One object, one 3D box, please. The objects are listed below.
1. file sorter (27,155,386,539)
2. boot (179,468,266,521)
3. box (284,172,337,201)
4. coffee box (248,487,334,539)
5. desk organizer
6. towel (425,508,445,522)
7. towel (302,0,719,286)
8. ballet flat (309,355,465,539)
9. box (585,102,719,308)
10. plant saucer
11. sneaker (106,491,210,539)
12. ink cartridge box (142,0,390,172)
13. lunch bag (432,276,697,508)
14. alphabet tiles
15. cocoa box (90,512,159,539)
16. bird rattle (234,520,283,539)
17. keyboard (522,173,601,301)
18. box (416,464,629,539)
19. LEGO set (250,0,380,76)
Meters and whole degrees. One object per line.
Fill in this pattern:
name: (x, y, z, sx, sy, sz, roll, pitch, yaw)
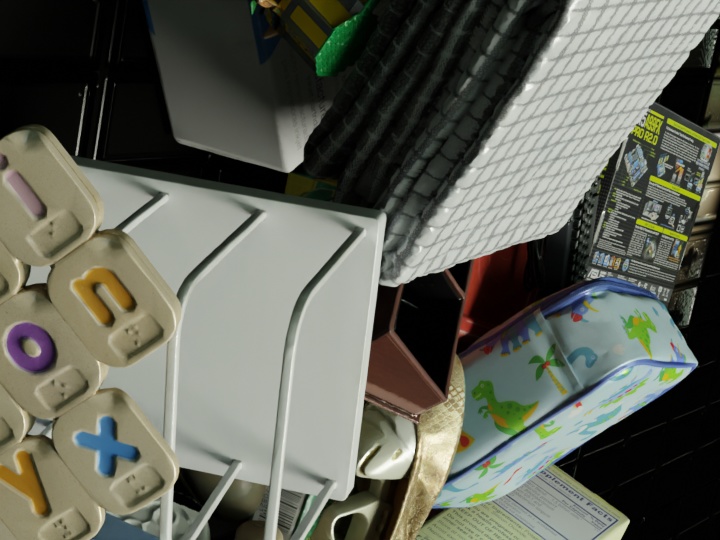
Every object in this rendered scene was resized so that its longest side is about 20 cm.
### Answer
file sorter: (-0.106, 0.039, 0.720, 0.125, 0.200, 0.139, -54, 152, -67)
boot: (-0.070, 0.071, 0.907, 0.075, 0.097, 0.200, -14, 118, -19)
box: (0.000, 0.000, 1.045, 0.200, 0.048, 0.117, -2, 108, -60)
coffee box: (-0.042, 0.213, 1.094, 0.123, 0.044, 0.200, 21, 88, -59)
desk organizer: (0.042, -0.026, 0.925, 0.072, 0.077, 0.200, 26, 59, -21)
towel: (0.081, 0.119, 1.260, 0.200, 0.023, 0.144, -64, 149, -12)
towel: (0.077, -0.098, 0.772, 0.166, 0.086, 0.200, -18, 148, -50)
ballet flat: (0.009, 0.138, 1.025, 0.065, 0.070, 0.200, 8, 101, -48)
box: (0.224, -0.056, 1.369, 0.200, 0.044, 0.160, 11, 96, -59)
plant saucer: (0.092, -0.034, 1.098, 0.200, 0.037, 0.200, 20, 88, -65)
sneaker: (-0.148, 0.235, 0.927, 0.147, 0.081, 0.200, 96, 18, -50)
ink cartridge box: (-0.020, -0.169, 0.884, 0.200, 0.084, 0.145, -44, 139, -37)
lunch bag: (0.117, 0.085, 1.112, 0.200, 0.082, 0.161, -36, 158, 23)
alphabet tiles: (-0.169, 0.033, 0.657, 0.196, 0.200, 0.015, 53, 22, -10)
cocoa box: (-0.155, 0.187, 0.752, 0.133, 0.200, 0.131, -42, 138, -38)
bird rattle: (-0.074, 0.224, 0.933, 0.200, 0.113, 0.163, -12, 108, -83)
keyboard: (0.142, -0.043, 1.131, 0.127, 0.021, 0.200, -36, 136, -52)
box: (0.084, 0.257, 1.226, 0.200, 0.097, 0.176, -24, 141, -49)
LEGO set: (0.020, -0.177, 0.797, 0.200, 0.116, 0.154, -16, 147, -48)
